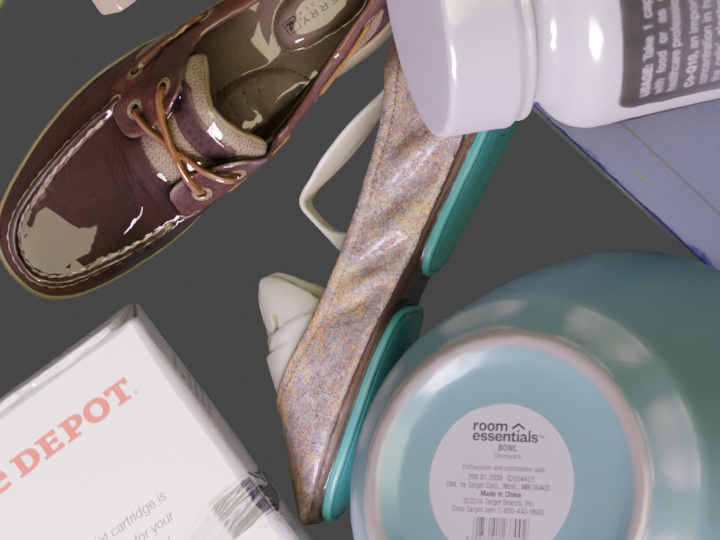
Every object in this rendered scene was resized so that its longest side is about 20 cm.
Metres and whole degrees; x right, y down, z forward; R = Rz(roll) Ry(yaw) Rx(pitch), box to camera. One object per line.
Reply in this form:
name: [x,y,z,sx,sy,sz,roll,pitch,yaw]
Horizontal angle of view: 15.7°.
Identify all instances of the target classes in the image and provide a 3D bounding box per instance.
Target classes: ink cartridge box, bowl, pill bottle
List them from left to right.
ink cartridge box: [-0.089,0.133,1.020,0.145,0.084,0.200,-36,96,0]
bowl: [0.076,0.085,0.970,0.200,0.105,0.202,-5,80,28]
pill bottle: [0.114,-0.117,0.963,0.199,0.114,0.114,-12,95,-10]

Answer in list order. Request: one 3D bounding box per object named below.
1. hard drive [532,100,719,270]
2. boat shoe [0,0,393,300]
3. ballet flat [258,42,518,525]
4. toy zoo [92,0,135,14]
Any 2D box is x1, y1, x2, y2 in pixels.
hard drive: [0.173,-0.106,1.048,0.132,0.025,0.200,42,91,-5]
boat shoe: [-0.063,-0.063,1.014,0.200,0.072,0.072,-37,95,0]
ballet flat: [0.000,0.000,1.033,0.067,0.068,0.201,24,91,15]
toy zoo: [-0.055,-0.207,0.994,0.200,0.020,0.131,-39,108,-23]
